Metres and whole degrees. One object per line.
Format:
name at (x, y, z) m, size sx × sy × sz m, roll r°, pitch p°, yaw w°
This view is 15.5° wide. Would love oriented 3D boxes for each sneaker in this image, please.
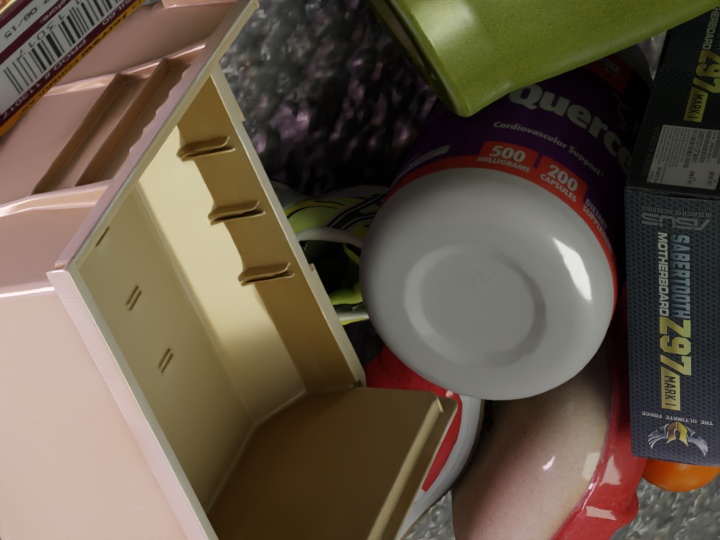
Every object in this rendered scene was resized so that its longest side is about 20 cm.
sneaker at (-0.022, 0.097, 1.263) m, size 0.112 × 0.071 × 0.200 m, roll -7°, pitch 141°, yaw -36°
sneaker at (0.000, 0.000, 1.238) m, size 0.199 × 0.076 × 0.076 m, roll -2°, pitch 117°, yaw -41°

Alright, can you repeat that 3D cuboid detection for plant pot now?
plant pot at (0.082, -0.171, 1.128) m, size 0.193 × 0.201 × 0.201 m, roll -35°, pitch 136°, yaw 0°

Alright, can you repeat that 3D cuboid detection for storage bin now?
storage bin at (-0.062, 0.028, 0.962) m, size 0.200 × 0.093 × 0.199 m, roll 65°, pitch 33°, yaw -28°

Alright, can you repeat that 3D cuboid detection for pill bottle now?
pill bottle at (0.076, -0.039, 1.197) m, size 0.200 × 0.112 × 0.113 m, roll -63°, pitch 158°, yaw -52°

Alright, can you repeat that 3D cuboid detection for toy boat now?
toy boat at (0.120, 0.070, 1.292) m, size 0.130 × 0.200 × 0.131 m, roll 19°, pitch 130°, yaw -17°

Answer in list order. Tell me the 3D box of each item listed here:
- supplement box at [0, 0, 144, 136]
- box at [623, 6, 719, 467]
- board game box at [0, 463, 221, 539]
supplement box at (-0.163, -0.153, 0.895) m, size 0.110 × 0.200 × 0.086 m, roll -43°, pitch 168°, yaw -7°
box at (0.160, -0.036, 1.195) m, size 0.200 × 0.051 × 0.158 m, roll -68°, pitch 159°, yaw -46°
board game box at (-0.126, 0.028, 1.030) m, size 0.061 × 0.201 × 0.200 m, roll -19°, pitch 170°, yaw 24°
